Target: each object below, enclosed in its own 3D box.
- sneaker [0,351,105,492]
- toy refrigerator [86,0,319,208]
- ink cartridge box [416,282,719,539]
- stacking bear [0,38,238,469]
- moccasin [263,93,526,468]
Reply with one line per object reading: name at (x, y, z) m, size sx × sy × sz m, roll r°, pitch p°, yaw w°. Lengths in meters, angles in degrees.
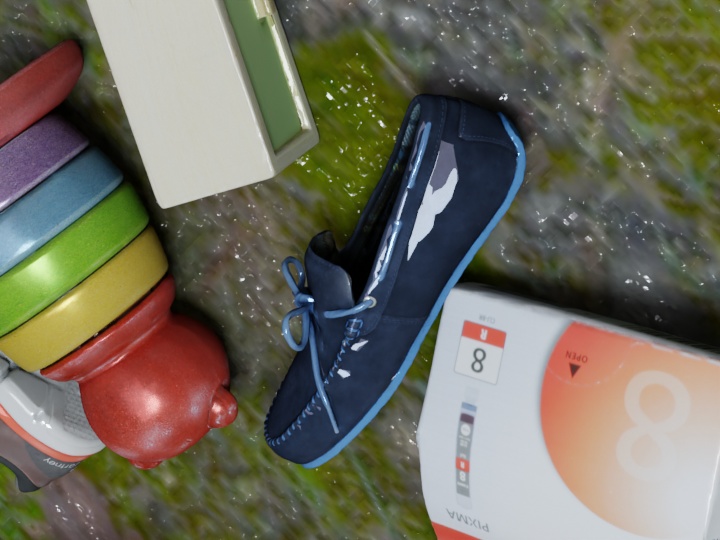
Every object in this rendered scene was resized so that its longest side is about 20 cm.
sneaker at (-0.226, 0.044, 0.973) m, size 0.200 × 0.077 × 0.082 m, roll 45°, pitch 121°, yaw 1°
toy refrigerator at (-0.085, -0.140, 0.871) m, size 0.070 × 0.076 × 0.201 m, roll -15°, pitch 101°, yaw 20°
ink cartridge box at (0.093, 0.120, 0.858) m, size 0.162 × 0.050 × 0.201 m, roll 15°, pitch 93°, yaw 37°
stacking bear at (-0.141, 0.007, 0.920) m, size 0.121 × 0.114 × 0.200 m, roll -33°, pitch 100°, yaw 23°
moccasin at (0.000, 0.000, 0.887) m, size 0.068 × 0.081 × 0.201 m, roll 25°, pitch 103°, yaw -26°
